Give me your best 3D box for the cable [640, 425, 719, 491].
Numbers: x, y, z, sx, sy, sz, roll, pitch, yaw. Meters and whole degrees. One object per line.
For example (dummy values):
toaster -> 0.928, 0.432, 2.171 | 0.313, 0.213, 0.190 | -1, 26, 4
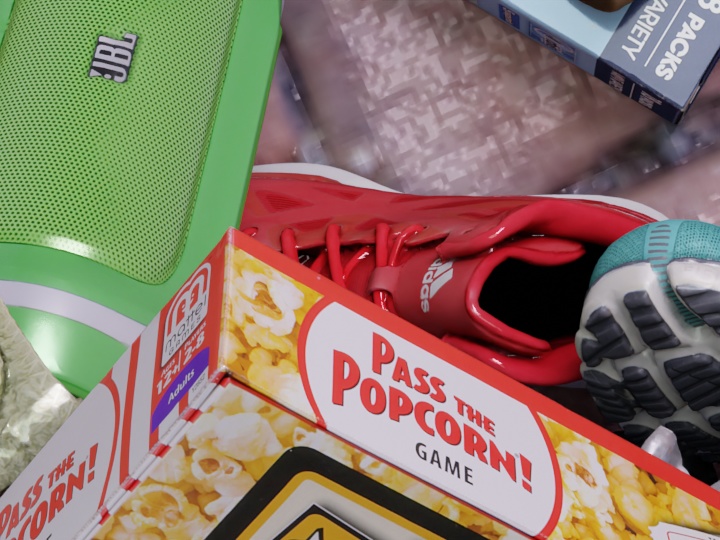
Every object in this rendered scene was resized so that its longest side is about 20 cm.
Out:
cable -> 0.164, 0.089, 0.721 | 0.199, 0.200, 0.069 | -11, 58, -6

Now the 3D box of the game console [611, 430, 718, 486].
game console -> 0.028, 0.150, 0.764 | 0.170, 0.118, 0.201 | -8, 86, 3

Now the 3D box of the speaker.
speaker -> -0.072, -0.034, 0.756 | 0.088, 0.089, 0.201 | 8, 54, 3

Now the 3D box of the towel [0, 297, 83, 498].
towel -> -0.163, 0.061, 0.680 | 0.200, 0.036, 0.148 | -52, 54, 10

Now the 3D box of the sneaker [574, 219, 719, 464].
sneaker -> 0.123, 0.012, 0.748 | 0.077, 0.200, 0.080 | -12, 73, 36

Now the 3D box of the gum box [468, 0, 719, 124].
gum box -> 0.053, -0.168, 0.821 | 0.200, 0.045, 0.170 | 31, 89, 5

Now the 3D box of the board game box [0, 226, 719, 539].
board game box -> 0.012, 0.095, 0.612 | 0.200, 0.046, 0.152 | 29, 124, -22

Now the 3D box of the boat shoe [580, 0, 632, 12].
boat shoe -> 0.044, -0.166, 0.739 | 0.065, 0.072, 0.200 | -35, 116, -9

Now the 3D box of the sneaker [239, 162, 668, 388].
sneaker -> 0.000, 0.000, 0.776 | 0.199, 0.116, 0.079 | -6, 85, 1
